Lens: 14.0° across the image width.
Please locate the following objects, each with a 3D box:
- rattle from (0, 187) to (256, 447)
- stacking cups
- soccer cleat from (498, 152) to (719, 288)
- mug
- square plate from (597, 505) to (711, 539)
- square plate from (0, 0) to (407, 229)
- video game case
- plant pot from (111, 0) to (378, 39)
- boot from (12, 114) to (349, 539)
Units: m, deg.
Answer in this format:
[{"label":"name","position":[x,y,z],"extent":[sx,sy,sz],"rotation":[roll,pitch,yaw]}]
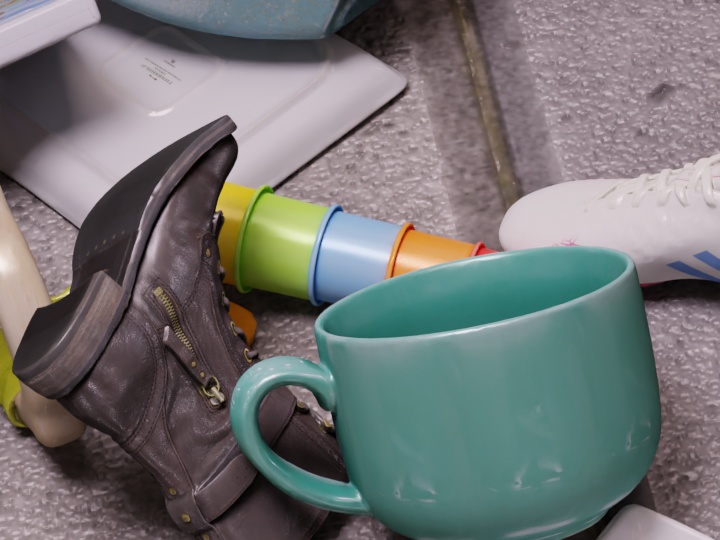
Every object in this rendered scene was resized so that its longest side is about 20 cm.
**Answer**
[{"label":"rattle","position":[-0.143,-0.025,1.430],"extent":[0.142,0.201,0.130],"rotation":[-15,17,2]},{"label":"stacking cups","position":[0.000,0.000,1.496],"extent":[0.199,0.061,0.061],"rotation":[15,50,11]},{"label":"soccer cleat","position":[0.168,-0.031,1.477],"extent":[0.199,0.087,0.070],"rotation":[6,48,13]},{"label":"mug","position":[0.049,0.066,1.369],"extent":[0.184,0.115,0.152],"rotation":[-7,13,23]},{"label":"square plate","position":[0.151,0.213,1.280],"extent":[0.199,0.029,0.198],"rotation":[24,54,27]},{"label":"square plate","position":[-0.110,-0.103,1.622],"extent":[0.198,0.029,0.200],"rotation":[-38,54,-25]},{"label":"video game case","position":[-0.249,-0.104,1.569],"extent":[0.199,0.022,0.182],"rotation":[-26,12,-14]},{"label":"plant pot","position":[-0.055,-0.236,1.609],"extent":[0.200,0.196,0.196],"rotation":[34,33,11]},{"label":"boot","position":[-0.066,0.044,1.404],"extent":[0.069,0.174,0.200],"rotation":[-22,31,50]}]
